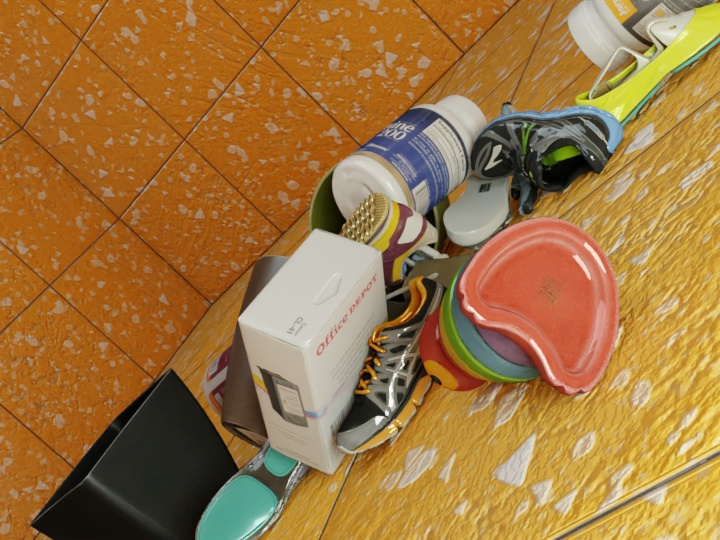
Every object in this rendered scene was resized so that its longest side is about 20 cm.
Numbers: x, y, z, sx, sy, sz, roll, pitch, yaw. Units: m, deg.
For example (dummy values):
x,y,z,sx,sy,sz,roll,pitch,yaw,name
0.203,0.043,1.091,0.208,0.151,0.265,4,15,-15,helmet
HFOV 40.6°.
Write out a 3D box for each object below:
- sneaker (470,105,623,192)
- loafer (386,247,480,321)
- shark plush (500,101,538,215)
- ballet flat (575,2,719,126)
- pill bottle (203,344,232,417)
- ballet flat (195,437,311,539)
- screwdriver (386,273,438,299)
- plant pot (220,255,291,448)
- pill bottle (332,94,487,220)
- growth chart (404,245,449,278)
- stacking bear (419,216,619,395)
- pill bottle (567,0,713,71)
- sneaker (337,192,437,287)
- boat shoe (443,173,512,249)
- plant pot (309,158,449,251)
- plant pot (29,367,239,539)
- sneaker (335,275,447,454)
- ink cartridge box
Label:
x,y,z,sx,sy,sz,roll,pitch,yaw,name
0.193,-0.128,1.073,0.198,0.071,0.083,-3,53,49,sneaker
0.084,0.020,1.064,0.200,0.067,0.076,-38,13,46,loafer
0.212,-0.123,1.199,0.201,0.090,0.084,-97,27,-51,shark plush
0.313,-0.228,1.044,0.200,0.067,0.067,-43,9,25,ballet flat
-0.142,0.141,1.456,0.200,0.114,0.115,-39,12,41,pill bottle
-0.101,0.236,1.075,0.201,0.072,0.072,-50,10,-14,ballet flat
0.002,0.042,1.068,0.198,0.028,0.029,-25,1,35,screwdriver
-0.087,0.117,1.199,0.187,0.185,0.202,-27,36,64,plant pot
0.067,-0.130,1.170,0.200,0.111,0.111,-41,4,-34,pill bottle
0.025,0.002,1.169,0.200,0.143,0.018,133,156,-57,growth chart
0.107,0.043,0.768,0.114,0.121,0.200,-53,3,-25,stacking bear
0.353,-0.339,1.170,0.200,0.116,0.117,-40,11,38,pill bottle
0.000,0.000,1.071,0.200,0.089,0.076,-40,35,41,sneaker
0.146,-0.060,1.136,0.070,0.065,0.200,-4,22,20,boat shoe
0.053,-0.080,1.362,0.187,0.188,0.200,-42,-5,26,plant pot
-0.274,0.286,1.267,0.199,0.177,0.201,-39,11,44,plant pot
0.033,0.094,0.966,0.201,0.077,0.078,-52,12,-17,sneaker
-0.038,0.083,0.989,0.148,0.085,0.202,-52,-32,-37,ink cartridge box
